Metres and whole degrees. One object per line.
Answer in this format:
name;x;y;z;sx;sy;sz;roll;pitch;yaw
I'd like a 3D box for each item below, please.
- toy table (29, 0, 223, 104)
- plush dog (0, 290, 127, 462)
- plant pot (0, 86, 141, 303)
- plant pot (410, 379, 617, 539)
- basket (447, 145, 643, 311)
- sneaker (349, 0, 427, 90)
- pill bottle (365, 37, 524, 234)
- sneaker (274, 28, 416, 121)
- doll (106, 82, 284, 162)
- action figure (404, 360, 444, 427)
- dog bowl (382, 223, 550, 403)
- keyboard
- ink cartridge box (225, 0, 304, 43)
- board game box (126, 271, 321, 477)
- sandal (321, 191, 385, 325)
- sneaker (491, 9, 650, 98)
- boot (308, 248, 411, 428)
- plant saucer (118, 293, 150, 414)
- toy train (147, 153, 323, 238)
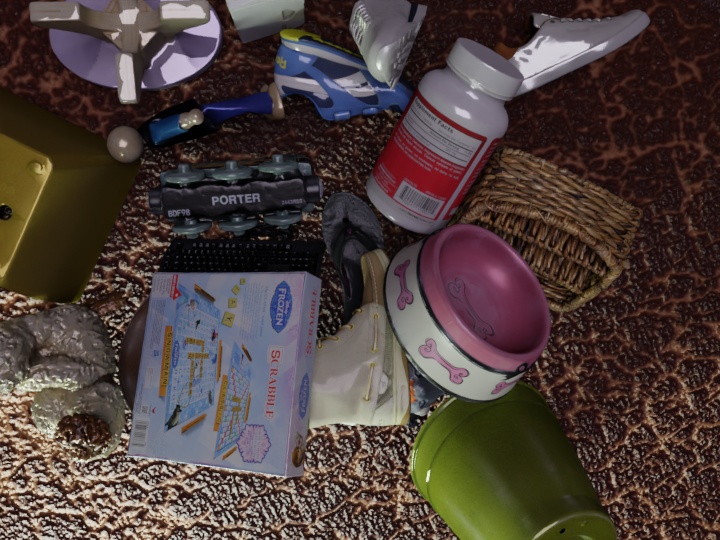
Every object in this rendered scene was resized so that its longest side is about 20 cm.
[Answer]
toy table;-0.259;-0.274;0.750;0.197;0.117;0.186;-15;96;-5
plush dog;-0.318;0.128;0.749;0.159;0.200;0.174;-20;89;-20
plant pot;-0.387;-0.083;0.725;0.198;0.176;0.202;26;92;-7
plant pot;0.184;0.261;0.768;0.198;0.193;0.203;-8;116;-17
basket;0.214;-0.040;0.800;0.198;0.143;0.151;25;92;-7
sneaker;0.022;-0.263;0.746;0.080;0.201;0.077;24;120;-5
pill bottle;0.095;-0.150;0.758;0.111;0.113;0.201;27;120;-7
sneaker;-0.012;-0.217;0.801;0.198;0.074;0.083;18;112;-14
doll;-0.189;-0.170;0.760;0.198;0.136;0.049;-20;107;-15
action figure;0.095;0.097;0.821;0.191;0.104;0.203;-20;105;-17
dog bowl;0.125;0.037;0.735;0.200;0.201;0.074;40;133;-8
keyboard;-0.142;-0.024;0.789;0.197;0.040;0.105;1;53;8
ink cartridge box;-0.132;-0.375;0.737;0.083;0.145;0.202;-19;97;-3
board game box;-0.144;0.103;0.707;0.197;0.041;0.203;0;78;24
sandal;0.001;0.000;0.832;0.074;0.048;0.203;-13;97;-4
sneaker;0.255;-0.288;0.816;0.198;0.073;0.086;-25;99;-1
boot;-0.028;0.077;0.752;0.152;0.072;0.203;-4;76;-6
plant saucer;-0.192;0.093;0.788;0.197;0.032;0.203;-8;65;18
toy train;-0.142;-0.093;0.778;0.197;0.114;0.086;-6;109;-3
